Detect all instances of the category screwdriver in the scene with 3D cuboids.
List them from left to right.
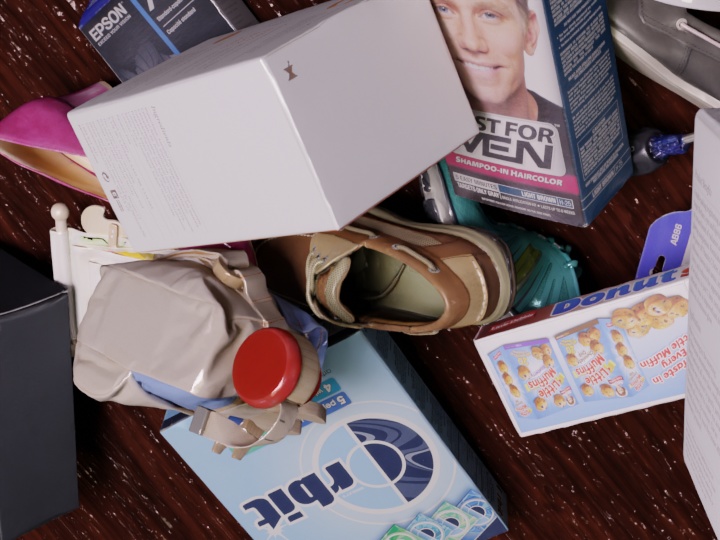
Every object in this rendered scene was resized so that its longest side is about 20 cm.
[{"bbox_3d":[0.193,-0.074,0.708,0.028,0.029,0.200,34,165,-19],"label":"screwdriver"}]

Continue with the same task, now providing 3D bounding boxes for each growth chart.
[{"bbox_3d":[-0.141,0.032,0.915,0.200,0.018,0.145,18,118,13],"label":"growth chart"}]

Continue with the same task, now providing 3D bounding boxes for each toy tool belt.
[{"bbox_3d":[-0.076,0.054,0.785,0.200,0.123,0.125,13,82,40],"label":"toy tool belt"}]

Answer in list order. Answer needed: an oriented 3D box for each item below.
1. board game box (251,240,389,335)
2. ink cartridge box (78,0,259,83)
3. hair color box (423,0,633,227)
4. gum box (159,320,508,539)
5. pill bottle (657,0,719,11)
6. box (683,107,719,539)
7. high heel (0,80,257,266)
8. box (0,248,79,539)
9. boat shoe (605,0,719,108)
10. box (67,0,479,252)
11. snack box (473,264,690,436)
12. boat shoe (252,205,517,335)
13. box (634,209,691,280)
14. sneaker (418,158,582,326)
[{"bbox_3d":[-0.084,0.043,0.929,0.136,0.035,0.200,46,121,-4],"label":"board game box"},{"bbox_3d":[-0.117,-0.149,0.850,0.099,0.039,0.200,-34,98,31],"label":"ink cartridge box"},{"bbox_3d":[0.085,-0.127,0.706,0.100,0.061,0.200,17,139,38],"label":"hair color box"},{"bbox_3d":[-0.016,0.140,0.904,0.170,0.045,0.200,-28,114,19],"label":"gum box"},{"bbox_3d":[0.192,-0.241,0.642,0.111,0.111,0.200,14,118,15],"label":"pill bottle"},{"bbox_3d":[0.245,0.025,0.613,0.152,0.106,0.200,-1,107,4],"label":"box"},{"bbox_3d":[-0.158,-0.048,0.839,0.200,0.096,0.067,48,145,15],"label":"high heel"},{"bbox_3d":[-0.293,0.089,0.981,0.141,0.079,0.200,28,126,39],"label":"box"},{"bbox_3d":[0.198,-0.128,0.728,0.200,0.067,0.057,34,99,-2],"label":"boat shoe"},{"bbox_3d":[-0.054,-0.085,0.722,0.200,0.124,0.098,-4,116,49],"label":"box"},{"bbox_3d":[0.168,0.041,0.724,0.200,0.024,0.072,-19,107,29],"label":"snack box"},{"bbox_3d":[0.000,0.000,0.788,0.200,0.074,0.076,4,108,41],"label":"boat shoe"},{"bbox_3d":[0.272,0.021,0.779,0.200,0.041,0.119,18,119,15],"label":"box"},{"bbox_3d":[0.104,0.004,0.828,0.080,0.078,0.200,-34,95,1],"label":"sneaker"}]
